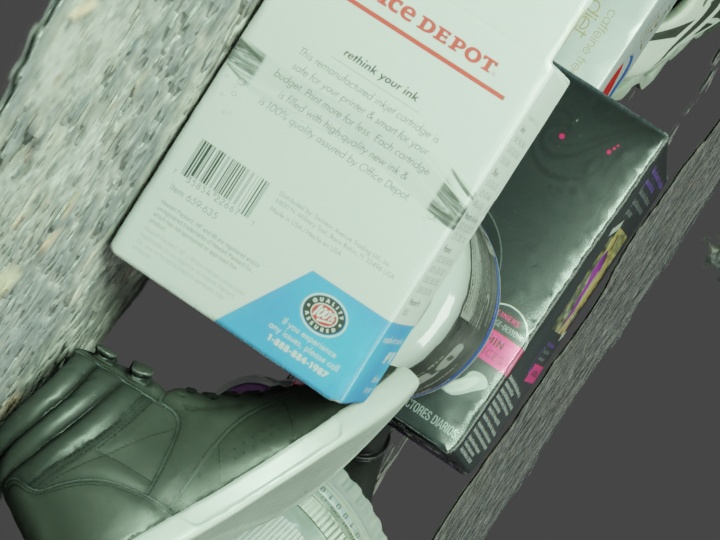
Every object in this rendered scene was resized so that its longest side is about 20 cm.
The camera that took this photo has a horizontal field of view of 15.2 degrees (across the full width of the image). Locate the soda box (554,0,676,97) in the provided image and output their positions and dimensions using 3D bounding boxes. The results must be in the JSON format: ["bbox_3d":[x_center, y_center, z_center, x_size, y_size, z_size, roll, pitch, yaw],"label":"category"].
[{"bbox_3d":[0.132,-0.148,1.535,0.200,0.068,0.064,-56,170,-3],"label":"soda box"}]

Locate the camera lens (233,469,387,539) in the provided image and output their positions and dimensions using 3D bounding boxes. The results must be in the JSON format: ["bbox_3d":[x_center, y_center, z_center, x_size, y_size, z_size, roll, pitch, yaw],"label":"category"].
[{"bbox_3d":[-0.087,0.172,1.241,0.160,0.160,0.200,-62,168,29],"label":"camera lens"}]

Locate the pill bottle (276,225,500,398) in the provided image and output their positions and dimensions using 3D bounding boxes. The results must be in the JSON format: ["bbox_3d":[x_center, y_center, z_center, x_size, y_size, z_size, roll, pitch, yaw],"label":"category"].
[{"bbox_3d":[0.000,0.000,1.253,0.114,0.114,0.200,-57,169,0],"label":"pill bottle"}]

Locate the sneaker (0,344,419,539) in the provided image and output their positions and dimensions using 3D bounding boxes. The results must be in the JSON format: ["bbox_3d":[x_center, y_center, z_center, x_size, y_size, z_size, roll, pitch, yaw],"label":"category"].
[{"bbox_3d":[-0.067,0.060,1.121,0.200,0.099,0.071,-28,163,-35],"label":"sneaker"}]

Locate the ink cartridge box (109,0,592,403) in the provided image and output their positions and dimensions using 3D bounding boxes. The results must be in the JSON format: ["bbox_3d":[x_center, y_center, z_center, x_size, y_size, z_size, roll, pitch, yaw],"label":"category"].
[{"bbox_3d":[0.004,-0.060,1.088,0.200,0.116,0.067,-57,169,3],"label":"ink cartridge box"}]

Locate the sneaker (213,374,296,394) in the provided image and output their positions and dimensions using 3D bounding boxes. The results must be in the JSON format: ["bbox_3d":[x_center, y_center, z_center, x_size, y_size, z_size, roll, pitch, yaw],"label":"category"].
[{"bbox_3d":[-0.077,0.146,1.443,0.200,0.075,0.100,-58,168,10],"label":"sneaker"}]

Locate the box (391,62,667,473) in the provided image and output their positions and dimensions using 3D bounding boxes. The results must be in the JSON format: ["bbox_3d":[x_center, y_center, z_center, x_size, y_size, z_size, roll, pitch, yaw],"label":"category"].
[{"bbox_3d":[0.059,-0.011,1.423,0.200,0.122,0.106,-56,169,-6],"label":"box"}]

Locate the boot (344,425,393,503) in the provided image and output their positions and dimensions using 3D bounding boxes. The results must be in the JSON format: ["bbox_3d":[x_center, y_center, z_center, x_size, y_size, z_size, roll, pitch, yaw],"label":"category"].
[{"bbox_3d":[0.001,0.083,1.564,0.200,0.065,0.165,117,-13,-49],"label":"boot"}]

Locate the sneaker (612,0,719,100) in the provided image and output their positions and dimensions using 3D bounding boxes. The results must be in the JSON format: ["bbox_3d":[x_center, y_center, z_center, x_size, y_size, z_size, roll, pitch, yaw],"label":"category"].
[{"bbox_3d":[0.211,-0.194,1.741,0.200,0.074,0.089,-49,169,-37],"label":"sneaker"}]
